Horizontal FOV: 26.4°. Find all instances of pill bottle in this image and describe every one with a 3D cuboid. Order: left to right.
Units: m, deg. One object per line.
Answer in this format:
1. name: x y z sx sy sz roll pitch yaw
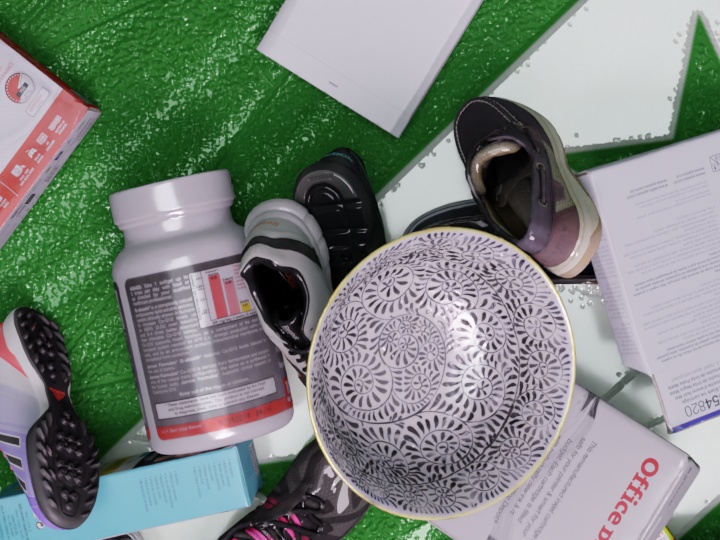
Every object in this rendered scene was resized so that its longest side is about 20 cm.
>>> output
1. pill bottle: -0.125 0.030 1.173 0.115 0.116 0.201 -12 93 4

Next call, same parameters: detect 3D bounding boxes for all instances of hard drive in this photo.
1. hard drive: 0.027 -0.223 1.195 0.132 0.026 0.201 32 95 1

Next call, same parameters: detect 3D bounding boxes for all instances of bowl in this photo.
1. bowl: 0.041 0.066 1.079 0.200 0.094 0.202 -2 96 -22

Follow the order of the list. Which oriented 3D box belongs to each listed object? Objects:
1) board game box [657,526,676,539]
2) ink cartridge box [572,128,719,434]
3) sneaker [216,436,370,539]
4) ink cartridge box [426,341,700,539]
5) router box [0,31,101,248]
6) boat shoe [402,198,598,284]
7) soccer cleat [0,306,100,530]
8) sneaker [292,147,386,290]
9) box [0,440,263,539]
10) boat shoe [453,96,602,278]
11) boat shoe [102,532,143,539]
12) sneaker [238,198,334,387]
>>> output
1. board game box: 0.148 0.244 1.201 0.200 0.048 0.102 -37 90 4
2. ink cartridge box: 0.270 -0.002 1.146 0.199 0.041 0.201 -17 90 -21
3. sneaker: -0.057 0.204 1.193 0.077 0.084 0.200 41 95 0
4. ink cartridge box: 0.129 0.150 1.142 0.200 0.084 0.146 33 89 23
5. router box: -0.336 -0.102 1.213 0.179 0.049 0.200 37 95 1
6. boat shoe: 0.130 -0.020 1.183 0.199 0.057 0.069 0 93 3
7. soccer cleat: -0.252 0.122 1.175 0.073 0.068 0.201 -38 51 20
8. sneaker: 0.000 0.000 1.185 0.075 0.079 0.201 -3 115 13
9. box: -0.181 0.174 1.201 0.199 0.082 0.049 -13 93 4
10. boat shoe: 0.109 -0.073 1.120 0.065 0.200 0.072 23 118 -34
11. boat shoe: -0.178 0.303 1.213 0.072 0.071 0.201 -21 92 4
12. sneaker: -0.037 0.049 1.131 0.073 0.080 0.201 -21 113 21
